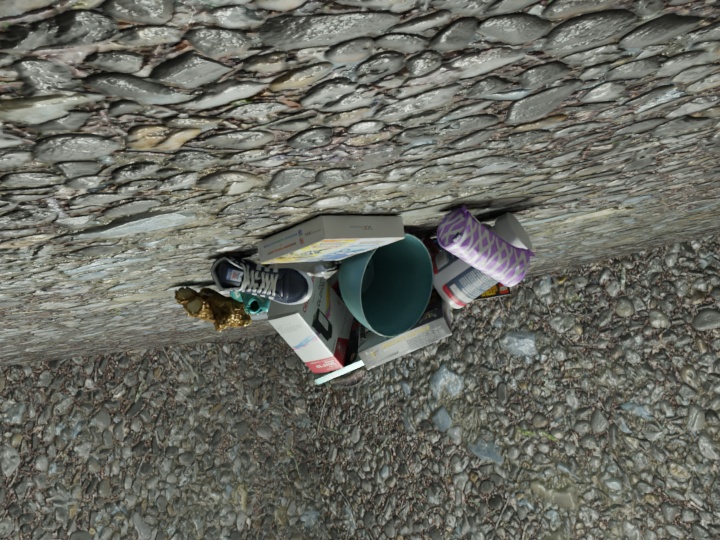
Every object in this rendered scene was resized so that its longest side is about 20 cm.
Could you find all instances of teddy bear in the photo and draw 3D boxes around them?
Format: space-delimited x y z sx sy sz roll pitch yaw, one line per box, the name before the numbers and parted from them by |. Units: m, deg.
teddy bear | -0.341 0.090 1.795 0.143 0.068 0.199 30 -170 23

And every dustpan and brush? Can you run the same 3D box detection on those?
dustpan and brush | -0.100 -0.006 1.541 0.136 0.059 0.200 -9 174 -17

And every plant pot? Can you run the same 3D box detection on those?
plant pot | 0.031 0.018 1.562 0.197 0.205 0.133 -4 -167 -41

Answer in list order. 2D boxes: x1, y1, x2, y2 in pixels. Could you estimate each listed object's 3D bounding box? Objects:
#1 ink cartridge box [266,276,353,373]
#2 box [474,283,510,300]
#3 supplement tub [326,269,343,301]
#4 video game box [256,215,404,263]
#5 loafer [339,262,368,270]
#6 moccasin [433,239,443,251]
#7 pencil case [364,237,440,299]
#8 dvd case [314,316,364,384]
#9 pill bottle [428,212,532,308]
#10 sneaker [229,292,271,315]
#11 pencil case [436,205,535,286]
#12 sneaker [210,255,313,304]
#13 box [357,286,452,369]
ink cartridge box | -0.104 0.102 1.689 0.081 0.148 0.201 -12 135 26
box | 0.278 0.007 1.977 0.196 0.140 0.040 -8 176 -21
supplement tub | -0.007 0.101 1.914 0.140 0.200 0.141 -42 168 -11
video game box | -0.050 -0.054 1.367 0.197 0.048 0.180 -4 168 -44
loafer | 0.000 0.000 1.747 0.070 0.069 0.200 -33 164 6
moccasin | 0.246 -0.047 1.768 0.195 0.070 0.080 -8 174 -2
pencil case | 0.087 0.010 1.692 0.198 0.087 0.083 -32 -141 -9
dvd case | -0.042 0.151 1.773 0.144 0.202 0.022 -25 128 21
pill bottle | 0.245 -0.024 1.590 0.199 0.121 0.119 -36 163 24
sneaker | -0.244 0.057 1.742 0.076 0.081 0.198 22 166 -30
pencil case | 0.230 -0.045 1.445 0.198 0.084 0.086 29 107 -33
sneaker | -0.190 0.018 1.458 0.197 0.072 0.108 13 -176 31
box | 0.092 0.112 1.641 0.197 0.049 0.159 -24 -157 15
